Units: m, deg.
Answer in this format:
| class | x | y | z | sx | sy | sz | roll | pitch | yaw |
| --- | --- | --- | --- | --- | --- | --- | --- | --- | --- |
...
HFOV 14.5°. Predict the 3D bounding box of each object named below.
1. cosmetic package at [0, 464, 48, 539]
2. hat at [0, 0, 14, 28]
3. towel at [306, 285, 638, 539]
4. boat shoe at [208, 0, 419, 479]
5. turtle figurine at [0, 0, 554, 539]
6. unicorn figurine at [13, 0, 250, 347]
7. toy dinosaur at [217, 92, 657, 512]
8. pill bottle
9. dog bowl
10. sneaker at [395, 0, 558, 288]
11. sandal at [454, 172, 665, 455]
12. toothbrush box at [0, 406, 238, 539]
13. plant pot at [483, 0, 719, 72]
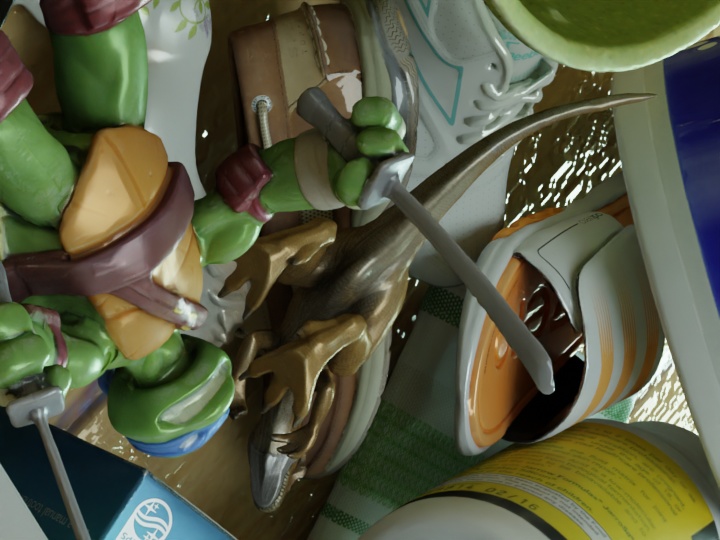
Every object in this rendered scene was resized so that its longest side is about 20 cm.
| class | x | y | z | sx | sy | sz | roll | pitch | yaw |
| --- | --- | --- | --- | --- | --- | --- | --- | --- | --- |
| cosmetic package | -0.151 | 0.159 | 0.776 | 0.199 | 0.052 | 0.151 | -35 | 98 | -17 |
| hat | -0.178 | -0.120 | 0.768 | 0.200 | 0.081 | 0.202 | -24 | 123 | -43 |
| towel | 0.026 | 0.111 | 1.162 | 0.149 | 0.031 | 0.201 | 32 | 86 | -48 |
| boat shoe | -0.027 | -0.011 | 1.013 | 0.071 | 0.076 | 0.201 | -3 | 124 | -14 |
| turtle figurine | -0.052 | -0.024 | 0.767 | 0.143 | 0.200 | 0.195 | -27 | 115 | -4 |
| unicorn figurine | -0.085 | -0.034 | 0.922 | 0.137 | 0.074 | 0.201 | -2 | 112 | -44 |
| toy dinosaur | 0.000 | 0.000 | 0.953 | 0.200 | 0.060 | 0.106 | -50 | 166 | 27 |
| pill bottle | 0.078 | 0.119 | 1.092 | 0.200 | 0.111 | 0.112 | -23 | 126 | -60 |
| dog bowl | 0.166 | 0.004 | 1.130 | 0.200 | 0.078 | 0.201 | -17 | 90 | -77 |
| sneaker | 0.036 | -0.075 | 1.035 | 0.070 | 0.080 | 0.201 | -33 | 132 | -36 |
| sandal | 0.097 | 0.010 | 1.111 | 0.207 | 0.059 | 0.080 | -37 | 134 | -55 |
| toothbrush box | -0.130 | 0.149 | 0.895 | 0.085 | 0.146 | 0.201 | 40 | 78 | -33 |
| plant pot | 0.032 | -0.185 | 0.891 | 0.200 | 0.184 | 0.202 | -25 | 127 | -39 |
